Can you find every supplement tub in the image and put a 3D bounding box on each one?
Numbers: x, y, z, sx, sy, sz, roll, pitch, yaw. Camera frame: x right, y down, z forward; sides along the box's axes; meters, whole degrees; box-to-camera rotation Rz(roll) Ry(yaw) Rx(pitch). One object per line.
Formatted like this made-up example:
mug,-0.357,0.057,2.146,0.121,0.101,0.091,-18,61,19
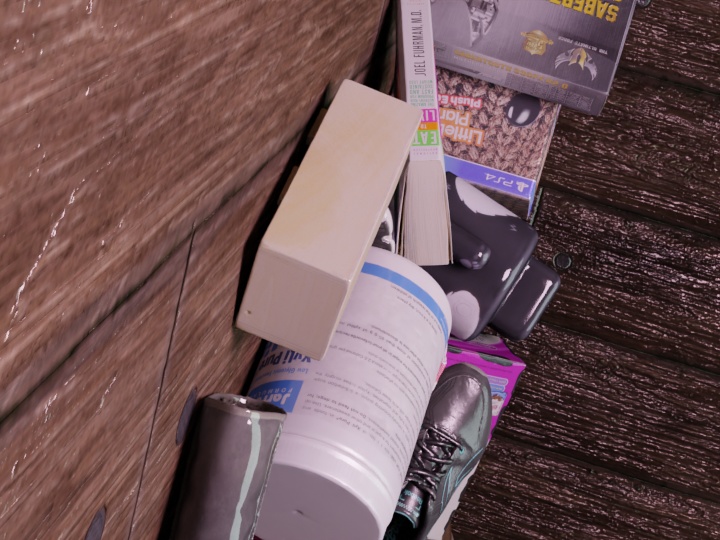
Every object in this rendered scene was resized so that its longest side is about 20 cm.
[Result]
supplement tub,-0.016,0.093,1.173,0.132,0.131,0.201,99,9,-52

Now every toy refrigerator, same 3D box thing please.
toy refrigerator,-0.021,-0.040,1.079,0.201,0.069,0.076,-66,177,-48

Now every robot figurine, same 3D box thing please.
robot figurine,0.083,-0.019,1.452,0.125,0.199,0.151,-54,176,-41

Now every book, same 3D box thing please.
book,0.049,-0.124,1.327,0.134,0.048,0.201,89,0,-52

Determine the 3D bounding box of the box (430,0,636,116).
box,0.151,-0.248,1.480,0.048,0.198,0.159,98,11,-68

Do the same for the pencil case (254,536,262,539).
pencil case,-0.054,0.184,1.276,0.089,0.088,0.201,98,13,-55

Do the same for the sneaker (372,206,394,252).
sneaker,0.000,0.000,1.344,0.084,0.080,0.201,-75,177,-52

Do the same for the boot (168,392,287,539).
boot,-0.093,0.180,0.966,0.182,0.072,0.201,-137,-111,-81

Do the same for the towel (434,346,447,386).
towel,0.022,0.127,1.354,0.146,0.030,0.201,-74,-170,-75

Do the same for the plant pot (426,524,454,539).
plant pot,0.014,0.267,1.684,0.199,0.199,0.201,91,15,-46

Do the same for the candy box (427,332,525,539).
candy box,0.050,0.148,1.495,0.061,0.136,0.201,47,-62,54

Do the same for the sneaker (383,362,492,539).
sneaker,0.057,0.174,1.346,0.079,0.075,0.201,-93,-151,-88

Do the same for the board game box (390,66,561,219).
board game box,0.116,-0.174,1.555,0.097,0.158,0.202,65,41,-80
